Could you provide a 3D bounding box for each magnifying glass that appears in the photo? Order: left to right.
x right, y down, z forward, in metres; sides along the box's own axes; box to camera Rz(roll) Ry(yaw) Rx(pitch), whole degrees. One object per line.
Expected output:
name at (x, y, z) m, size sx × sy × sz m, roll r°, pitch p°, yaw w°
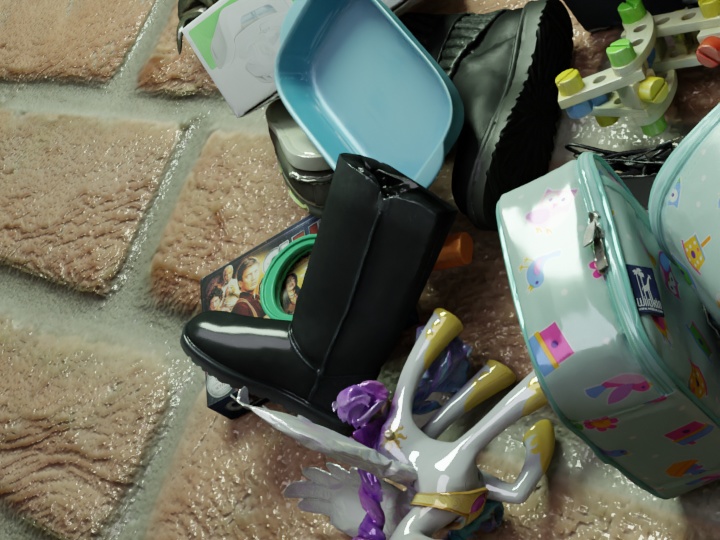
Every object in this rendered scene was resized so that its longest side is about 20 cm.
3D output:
magnifying glass at (0.000, 0.000, 0.884) m, size 0.199 × 0.022 × 0.080 m, roll -13°, pitch 57°, yaw 37°

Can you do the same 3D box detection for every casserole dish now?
casserole dish at (0.008, -0.137, 0.857) m, size 0.200 × 0.039 × 0.121 m, roll 52°, pitch 124°, yaw 25°

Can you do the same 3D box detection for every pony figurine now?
pony figurine at (0.029, 0.126, 0.757) m, size 0.192 × 0.167 × 0.200 m, roll 25°, pitch 67°, yaw 38°

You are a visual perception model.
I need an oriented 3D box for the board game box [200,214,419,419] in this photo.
board game box at (-0.050, 0.025, 0.949) m, size 0.199 × 0.035 × 0.136 m, roll -29°, pitch 49°, yaw 24°

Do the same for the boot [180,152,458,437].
boot at (-0.037, 0.005, 0.829) m, size 0.066 × 0.164 × 0.201 m, roll -54°, pitch -13°, yaw -60°

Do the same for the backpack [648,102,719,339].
backpack at (0.254, -0.030, 0.603) m, size 0.176 × 0.200 × 0.154 m, roll -42°, pitch 45°, yaw 13°

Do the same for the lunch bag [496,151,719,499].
lunch bag at (0.158, 0.030, 0.649) m, size 0.077 × 0.200 × 0.162 m, roll -23°, pitch 50°, yaw 26°

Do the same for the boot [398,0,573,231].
boot at (0.075, -0.124, 0.898) m, size 0.157 × 0.079 × 0.212 m, roll 1°, pitch 58°, yaw 35°

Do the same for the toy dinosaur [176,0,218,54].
toy dinosaur at (-0.163, -0.311, 1.236) m, size 0.102 × 0.077 × 0.202 m, roll -11°, pitch 63°, yaw 50°

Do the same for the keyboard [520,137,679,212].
keyboard at (0.205, -0.040, 0.782) m, size 0.199 × 0.039 × 0.105 m, roll -1°, pitch 88°, yaw 39°

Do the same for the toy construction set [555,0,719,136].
toy construction set at (0.244, -0.144, 0.759) m, size 0.199 × 0.093 × 0.131 m, roll 13°, pitch 49°, yaw 36°

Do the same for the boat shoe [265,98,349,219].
boat shoe at (-0.043, -0.107, 0.982) m, size 0.071 × 0.061 × 0.202 m, roll -9°, pitch 25°, yaw -4°

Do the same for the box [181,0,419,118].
box at (-0.029, -0.237, 0.987) m, size 0.199 × 0.097 × 0.177 m, roll -30°, pitch 8°, yaw 24°

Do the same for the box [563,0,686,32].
box at (0.214, -0.286, 0.793) m, size 0.195 × 0.200 × 0.118 m, roll -1°, pitch 64°, yaw 39°
